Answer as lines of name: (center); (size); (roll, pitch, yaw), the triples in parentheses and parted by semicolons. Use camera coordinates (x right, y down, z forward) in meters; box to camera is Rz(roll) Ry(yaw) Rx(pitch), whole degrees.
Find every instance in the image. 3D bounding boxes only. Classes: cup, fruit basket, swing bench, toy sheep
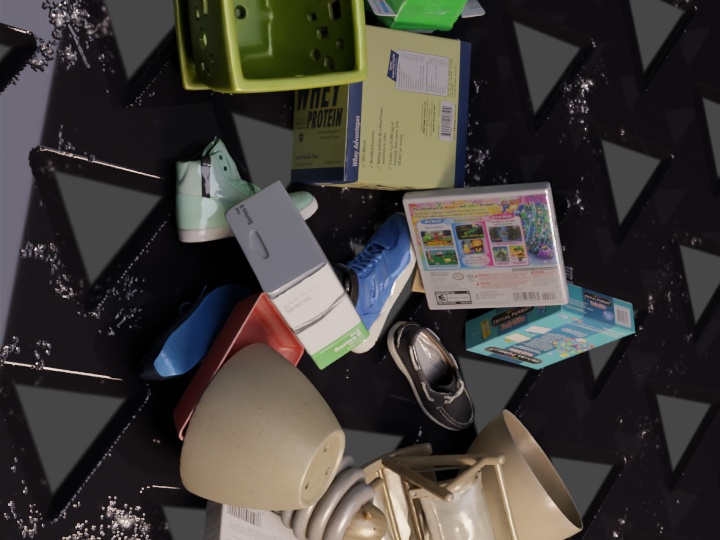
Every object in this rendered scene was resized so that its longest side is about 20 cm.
cup: (-0.102, 0.208, 1.518); (0.201, 0.142, 0.202); (-49, 153, -37)
fruit basket: (0.049, -0.403, 1.671); (0.183, 0.201, 0.094); (-7, 139, -35)
swing bench: (0.109, 0.357, 1.724); (0.129, 0.198, 0.202); (-26, 108, -39)
toy sheep: (-0.051, 0.291, 1.630); (0.138, 0.198, 0.139); (-50, 156, -32)

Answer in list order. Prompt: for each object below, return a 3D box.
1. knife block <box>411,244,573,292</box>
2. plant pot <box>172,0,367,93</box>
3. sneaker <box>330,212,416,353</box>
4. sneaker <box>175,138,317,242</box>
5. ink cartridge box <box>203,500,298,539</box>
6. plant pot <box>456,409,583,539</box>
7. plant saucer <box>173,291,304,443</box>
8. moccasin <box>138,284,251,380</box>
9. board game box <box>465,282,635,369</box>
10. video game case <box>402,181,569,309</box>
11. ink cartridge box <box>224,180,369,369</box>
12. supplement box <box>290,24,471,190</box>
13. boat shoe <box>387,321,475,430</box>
knife block: (0.194, 0.007, 1.774); (0.199, 0.175, 0.064); (-33, 153, -29)
plant pot: (-0.122, -0.316, 1.525); (0.197, 0.180, 0.203); (-10, 98, -33)
sneaker: (0.001, 0.000, 1.692); (0.111, 0.076, 0.202); (30, 82, -42)
sneaker: (-0.142, -0.110, 1.586); (0.198, 0.073, 0.120); (-12, 103, -32)
ink cartridge box: (-0.115, 0.398, 1.603); (0.199, 0.045, 0.178); (31, 41, -32)
plant pot: (0.210, 0.323, 1.812); (0.134, 0.201, 0.201); (-35, 117, 11)
plant saucer: (-0.156, 0.141, 1.565); (0.201, 0.036, 0.200); (-60, 158, -15)
moccasin: (-0.207, 0.072, 1.553); (0.199, 0.068, 0.081); (-31, 98, -53)
board game box: (0.271, 0.082, 1.812); (0.149, 0.199, 0.048); (16, 62, -34)
video game case: (0.168, -0.029, 1.671); (0.024, 0.197, 0.184); (-65, 146, -51)
ink cartridge box: (-0.076, 0.008, 1.542); (0.083, 0.147, 0.201); (-31, 149, -2)
supplement box: (0.027, -0.210, 1.663); (0.197, 0.133, 0.204); (2, 91, -35)
boat shoe: (0.113, 0.154, 1.790); (0.074, 0.060, 0.201); (-43, 115, -26)
